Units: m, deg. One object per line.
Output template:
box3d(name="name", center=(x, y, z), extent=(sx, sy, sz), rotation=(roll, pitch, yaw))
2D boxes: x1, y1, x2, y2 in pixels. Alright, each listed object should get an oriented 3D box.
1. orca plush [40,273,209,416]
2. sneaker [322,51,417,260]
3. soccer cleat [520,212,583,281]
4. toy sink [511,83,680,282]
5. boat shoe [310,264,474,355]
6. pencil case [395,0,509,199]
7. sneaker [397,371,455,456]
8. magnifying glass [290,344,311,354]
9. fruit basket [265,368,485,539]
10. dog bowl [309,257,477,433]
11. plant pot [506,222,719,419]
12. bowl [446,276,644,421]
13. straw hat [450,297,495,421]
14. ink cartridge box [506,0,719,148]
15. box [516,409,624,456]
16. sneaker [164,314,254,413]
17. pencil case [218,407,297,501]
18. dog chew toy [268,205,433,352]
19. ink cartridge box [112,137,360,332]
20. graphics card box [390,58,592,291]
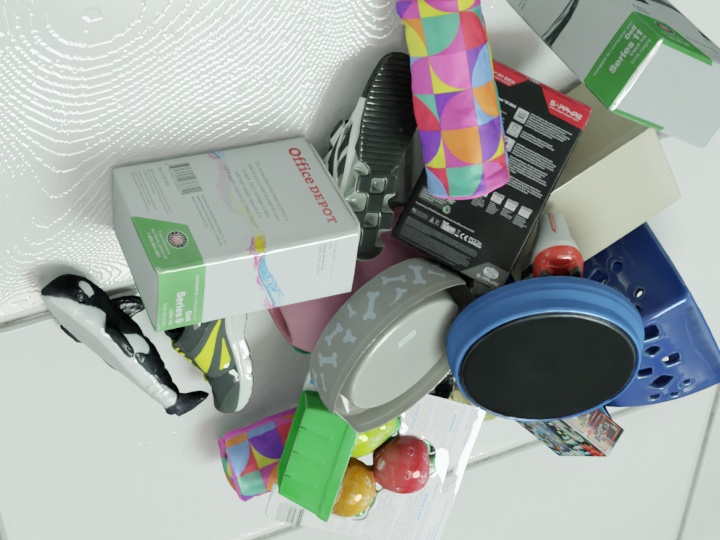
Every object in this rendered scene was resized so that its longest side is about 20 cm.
box3d(name="orca plush", center=(-0.224, 0.060, 1.473), extent=(0.200, 0.105, 0.071), rotation=(40, 69, -16))
box3d(name="sneaker", center=(-0.003, -0.119, 1.443), extent=(0.074, 0.088, 0.202), rotation=(9, 101, -41))
box3d(name="soccer cleat", center=(0.193, 0.029, 1.524), extent=(0.068, 0.086, 0.201), rotation=(-2, 137, -1))
box3d(name="toy sink", center=(0.214, -0.093, 1.565), extent=(0.199, 0.112, 0.130), rotation=(-34, 139, 3))
box3d(name="boat shoe", center=(0.036, 0.061, 1.619), extent=(0.201, 0.075, 0.075), rotation=(-23, 151, -17))
box3d(name="pencil case", center=(0.085, -0.167, 1.371), extent=(0.088, 0.088, 0.202), rotation=(-16, 105, -17))
box3d(name="sneaker", center=(0.066, 0.126, 1.675), extent=(0.066, 0.091, 0.201), rotation=(-5, 139, -5))
box3d(name="magnifying glass", center=(-0.002, 0.018, 1.614), extent=(0.200, 0.022, 0.079), rotation=(-45, 141, 13))
box3d(name="fruit basket", center=(0.014, 0.204, 1.610), extent=(0.198, 0.094, 0.187), rotation=(13, 107, -15))
box3d(name="dog bowl", center=(0.033, 0.071, 1.486), extent=(0.199, 0.059, 0.201), rotation=(-35, 152, -21))
box3d(name="plant pot", center=(0.279, 0.048, 1.687), extent=(0.179, 0.201, 0.200), rotation=(-30, 141, 8))
box3d(name="bowl", center=(0.186, 0.085, 1.489), extent=(0.199, 0.040, 0.201), rotation=(-2, 140, -1))
box3d(name="straw hat", center=(0.142, 0.130, 1.766), extent=(0.200, 0.085, 0.202), rotation=(-17, 138, -16))
box3d(name="ink cartridge box", center=(0.248, -0.218, 1.393), extent=(0.146, 0.200, 0.083), rotation=(13, 121, -40))
box3d(name="box", center=(0.183, 0.134, 1.656), extent=(0.200, 0.137, 0.040), rotation=(38, 75, -8))
box3d(name="sneaker", center=(-0.161, 0.068, 1.541), extent=(0.084, 0.075, 0.201), rotation=(-12, 128, -13))
box3d(name="pencil case", center=(-0.063, 0.189, 1.692), extent=(0.199, 0.089, 0.089), rotation=(-23, 139, -10))
box3d(name="dog chew toy", center=(0.000, 0.000, 1.527), extent=(0.199, 0.125, 0.125), rotation=(-28, 140, -15))
box3d(name="ink cartridge box", center=(-0.118, -0.037, 1.392), extent=(0.199, 0.146, 0.088), rotation=(-13, 137, -20))
box3d(name="graphics card box", center=(0.127, -0.095, 1.458), extent=(0.201, 0.125, 0.051), rotation=(-64, 178, 4))
